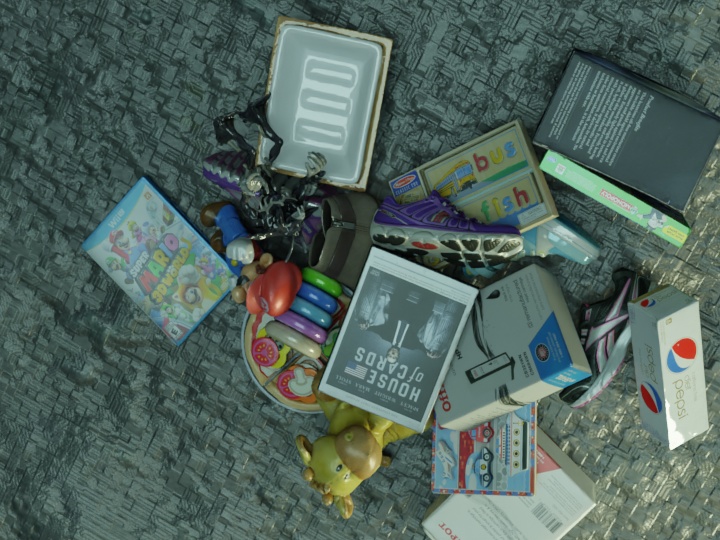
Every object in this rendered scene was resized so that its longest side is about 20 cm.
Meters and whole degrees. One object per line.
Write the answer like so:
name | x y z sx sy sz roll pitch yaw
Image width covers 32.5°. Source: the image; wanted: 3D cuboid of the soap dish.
soap dish | -0.047 -0.220 1.630 0.155 0.081 0.203 13 104 8

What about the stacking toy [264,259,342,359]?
stacking toy | -0.048 0.013 1.664 0.085 0.085 0.202 27 84 4

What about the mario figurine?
mario figurine | -0.161 -0.005 1.633 0.107 0.123 0.200 -55 46 13

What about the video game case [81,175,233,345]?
video game case | -0.281 -0.013 1.749 0.200 0.018 0.143 46 106 0

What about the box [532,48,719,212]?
box | 0.324 -0.178 1.508 0.196 0.200 0.125 26 104 4

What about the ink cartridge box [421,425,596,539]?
ink cartridge box | 0.203 0.321 1.690 0.147 0.083 0.200 45 105 0

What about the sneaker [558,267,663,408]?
sneaker | 0.317 0.084 1.633 0.086 0.080 0.201 35 93 7

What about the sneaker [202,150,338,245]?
sneaker | -0.129 -0.094 1.679 0.198 0.081 0.089 23 123 9

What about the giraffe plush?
giraffe plush | -0.015 0.225 1.644 0.171 0.162 0.201 33 124 2

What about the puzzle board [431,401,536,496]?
puzzle board | 0.163 0.197 1.649 0.149 0.017 0.204 -4 79 30

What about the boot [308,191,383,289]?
boot | 0.000 0.000 1.613 0.144 0.070 0.203 9 78 -33

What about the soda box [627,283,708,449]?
soda box | 0.395 0.123 1.582 0.067 0.064 0.202 -23 120 -18

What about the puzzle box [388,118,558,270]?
puzzle box | 0.143 -0.093 1.586 0.198 0.025 0.135 -25 79 26

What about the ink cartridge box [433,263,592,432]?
ink cartridge box | 0.178 0.103 1.601 0.198 0.084 0.148 -28 68 22

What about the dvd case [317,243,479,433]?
dvd case | 0.047 0.087 1.571 0.148 0.025 0.203 21 99 2

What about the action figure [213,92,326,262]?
action figure | -0.110 -0.116 1.564 0.102 0.118 0.202 -25 91 59

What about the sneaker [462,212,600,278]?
sneaker | 0.206 -0.029 1.624 0.198 0.079 0.132 30 103 14

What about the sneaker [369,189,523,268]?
sneaker | 0.109 -0.060 1.550 0.197 0.081 0.085 10 69 17

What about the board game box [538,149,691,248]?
board game box | 0.319 -0.100 1.557 0.198 0.135 0.029 30 105 4

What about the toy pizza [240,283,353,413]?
toy pizza | -0.074 0.105 1.726 0.197 0.032 0.204 2 101 10
